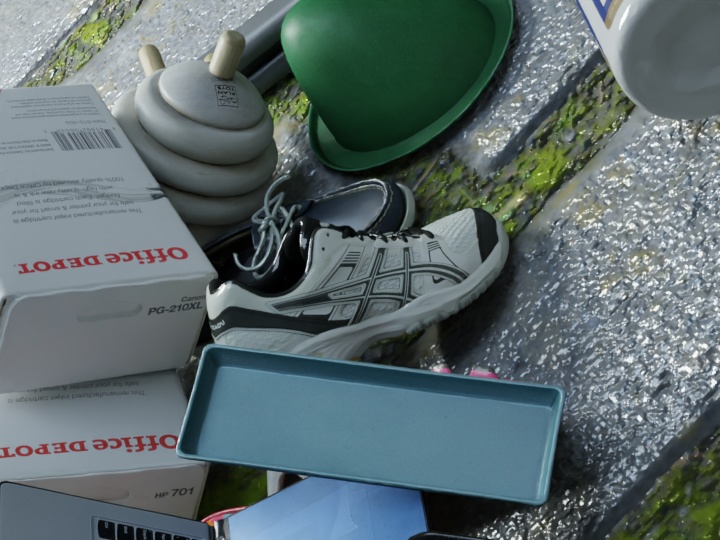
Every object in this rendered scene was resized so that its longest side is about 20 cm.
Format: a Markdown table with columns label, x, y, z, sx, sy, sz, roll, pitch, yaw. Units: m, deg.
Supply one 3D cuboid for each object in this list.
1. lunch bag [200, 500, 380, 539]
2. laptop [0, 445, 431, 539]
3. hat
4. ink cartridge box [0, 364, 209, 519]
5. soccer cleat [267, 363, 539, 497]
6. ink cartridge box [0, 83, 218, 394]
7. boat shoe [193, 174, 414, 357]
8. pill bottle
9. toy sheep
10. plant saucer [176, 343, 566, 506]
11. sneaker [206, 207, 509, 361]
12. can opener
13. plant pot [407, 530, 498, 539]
| label | x | y | z | sx | sy | sz | roll | pitch | yaw |
| --- | --- | --- | --- | --- | --- | --- | --- | --- | --- |
| lunch bag | -0.038 | 0.220 | 1.085 | 0.176 | 0.082 | 0.201 | -11 | 49 | 38 |
| laptop | -0.074 | 0.163 | 1.025 | 0.188 | 0.199 | 0.116 | -100 | 32 | -47 |
| hat | -0.026 | -0.178 | 1.353 | 0.199 | 0.176 | 0.166 | -29 | 39 | 24 |
| ink cartridge box | -0.194 | 0.084 | 1.281 | 0.200 | 0.146 | 0.086 | -115 | 32 | -42 |
| soccer cleat | 0.025 | 0.106 | 1.151 | 0.199 | 0.070 | 0.087 | -11 | 64 | 43 |
| ink cartridge box | -0.200 | -0.024 | 1.271 | 0.200 | 0.144 | 0.085 | 53 | 137 | 38 |
| boat shoe | -0.057 | -0.011 | 1.329 | 0.199 | 0.062 | 0.075 | -25 | 43 | 28 |
| pill bottle | 0.178 | -0.189 | 1.218 | 0.111 | 0.111 | 0.200 | -35 | 39 | 16 |
| toy sheep | -0.119 | -0.080 | 1.386 | 0.138 | 0.137 | 0.201 | -108 | 29 | -50 |
| plant saucer | 0.006 | 0.083 | 1.073 | 0.199 | 0.019 | 0.070 | 7 | 59 | 12 |
| sneaker | 0.000 | 0.000 | 1.193 | 0.200 | 0.088 | 0.076 | -30 | 14 | -25 |
| can opener | -0.105 | -0.146 | 1.509 | 0.200 | 0.053 | 0.067 | -35 | 38 | 17 |
| plant pot | 0.083 | 0.214 | 0.835 | 0.199 | 0.178 | 0.200 | 6 | 58 | 15 |
